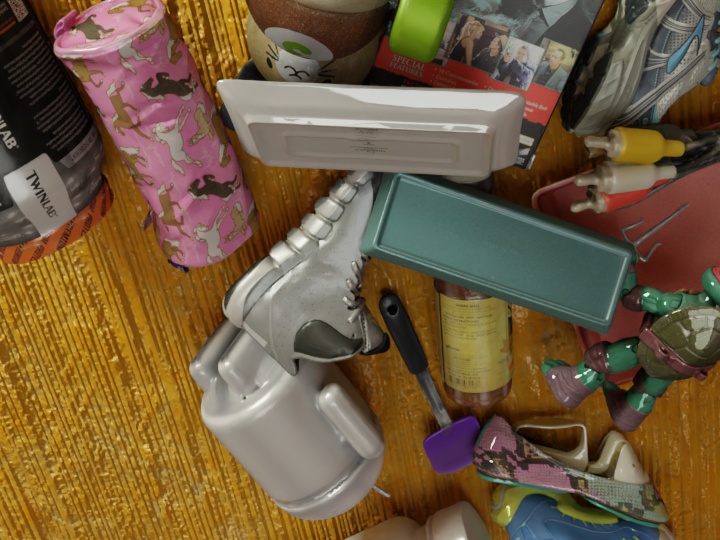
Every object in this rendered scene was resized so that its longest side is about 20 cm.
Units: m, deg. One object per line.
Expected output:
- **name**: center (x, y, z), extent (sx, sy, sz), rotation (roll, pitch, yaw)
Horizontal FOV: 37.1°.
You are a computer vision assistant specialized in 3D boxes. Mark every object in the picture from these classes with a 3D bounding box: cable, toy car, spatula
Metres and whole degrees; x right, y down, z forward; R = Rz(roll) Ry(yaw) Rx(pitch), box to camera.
- **cable**: center (0.242, -0.076, 0.769), extent (0.196, 0.051, 0.098), rotation (-6, 145, -5)
- **toy car**: center (-0.034, -0.155, 0.717), extent (0.162, 0.159, 0.202), rotation (18, 135, -2)
- **spatula**: center (0.058, 0.101, 0.928), extent (0.056, 0.021, 0.202), rotation (-27, 115, -1)

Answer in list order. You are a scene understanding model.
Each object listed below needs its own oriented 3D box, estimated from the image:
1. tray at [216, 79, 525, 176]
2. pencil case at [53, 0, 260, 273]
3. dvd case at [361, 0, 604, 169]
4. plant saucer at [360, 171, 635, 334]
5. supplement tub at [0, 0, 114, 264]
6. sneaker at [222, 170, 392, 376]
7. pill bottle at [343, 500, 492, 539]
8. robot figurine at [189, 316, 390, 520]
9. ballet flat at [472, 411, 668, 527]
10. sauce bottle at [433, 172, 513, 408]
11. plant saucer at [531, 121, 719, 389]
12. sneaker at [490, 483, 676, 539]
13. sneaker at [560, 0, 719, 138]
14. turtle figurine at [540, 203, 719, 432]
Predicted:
- **tray**: center (0.008, -0.090, 0.713), extent (0.196, 0.023, 0.108), rotation (3, 161, 6)
- **pencil case**: center (-0.141, -0.097, 0.761), extent (0.086, 0.083, 0.202), rotation (-27, 129, -10)
- **dvd case**: center (0.094, -0.183, 0.767), extent (0.144, 0.022, 0.202), rotation (16, 119, -10)
- **plant saucer**: center (0.102, -0.015, 0.774), extent (0.197, 0.019, 0.071), rotation (18, 92, -8)
- **supplement tub**: center (-0.258, -0.113, 0.741), extent (0.121, 0.123, 0.202), rotation (-20, 118, 10)
- **sneaker**: center (0.000, 0.000, 0.807), extent (0.200, 0.075, 0.116), rotation (-44, 85, 9)
- **pill bottle**: center (0.026, 0.293, 0.985), extent (0.198, 0.115, 0.115), rotation (-27, 117, 14)
- **robot figurine**: center (-0.053, 0.126, 0.887), extent (0.168, 0.113, 0.201), rotation (-3, 131, 49)
- **ballet flat**: center (0.196, 0.172, 0.954), extent (0.197, 0.069, 0.072), rotation (18, 97, -11)
- **sauce bottle**: center (0.090, 0.013, 0.853), extent (0.065, 0.066, 0.203), rotation (-4, 122, 1)
- **plant saucer**: center (0.254, -0.019, 0.856), extent (0.197, 0.037, 0.202), rotation (-20, 118, 9)
- **sneaker**: center (0.210, 0.261, 0.976), extent (0.197, 0.106, 0.077), rotation (19, 119, -11)
- **sneaker**: center (0.220, -0.175, 0.752), extent (0.085, 0.078, 0.201), rotation (15, 128, -17)
- **turtle figurine**: center (0.236, 0.039, 0.816), extent (0.149, 0.101, 0.201), rotation (34, 124, -7)
